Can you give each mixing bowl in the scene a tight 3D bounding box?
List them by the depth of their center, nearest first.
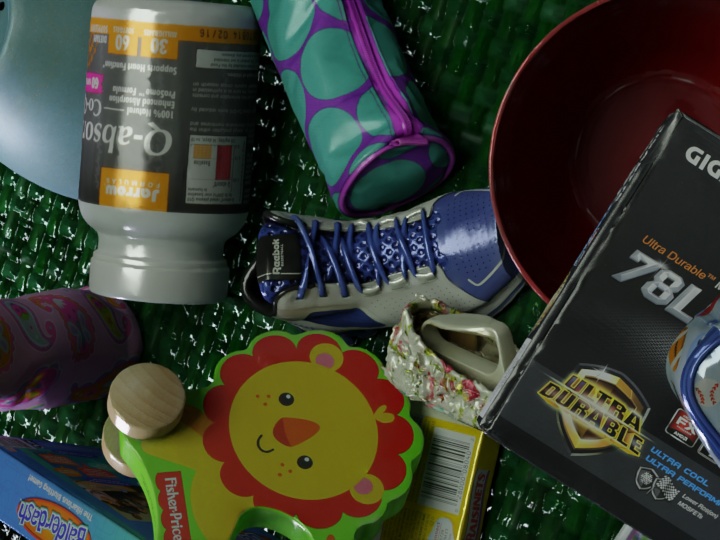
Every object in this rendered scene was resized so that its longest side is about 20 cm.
[{"bbox_3d":[0.171,-0.057,1.381,0.199,0.108,0.201,0,93,3],"label":"mixing bowl"}]

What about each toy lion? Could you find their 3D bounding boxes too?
[{"bbox_3d":[-0.054,0.128,1.491,0.069,0.191,0.200,105,159,-55],"label":"toy lion"}]

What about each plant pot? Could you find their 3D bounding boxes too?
[{"bbox_3d":[-0.228,-0.159,1.766,0.200,0.135,0.201,-10,75,41],"label":"plant pot"}]

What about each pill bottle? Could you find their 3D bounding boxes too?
[{"bbox_3d":[-0.130,-0.082,1.668,0.116,0.116,0.201,9,96,42],"label":"pill bottle"}]

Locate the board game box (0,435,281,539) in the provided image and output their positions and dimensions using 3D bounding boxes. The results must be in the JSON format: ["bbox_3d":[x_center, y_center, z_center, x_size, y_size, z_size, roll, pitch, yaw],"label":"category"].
[{"bbox_3d":[-0.145,0.167,1.615,0.200,0.152,0.045,25,99,42],"label":"board game box"}]

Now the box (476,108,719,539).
[{"bbox_3d":[0.195,0.051,1.306,0.200,0.050,0.199,33,92,-1],"label":"box"}]

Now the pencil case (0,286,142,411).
[{"bbox_3d":[-0.233,0.054,1.683,0.087,0.200,0.088,2,93,29],"label":"pencil case"}]

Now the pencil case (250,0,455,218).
[{"bbox_3d":[-0.009,-0.134,1.599,0.200,0.085,0.092,67,151,27],"label":"pencil case"}]

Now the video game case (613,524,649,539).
[{"bbox_3d":[0.218,0.182,1.376,0.182,0.023,0.200,45,112,38],"label":"video game case"}]

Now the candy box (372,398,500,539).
[{"bbox_3d":[0.028,0.172,1.544,0.102,0.026,0.201,12,89,45],"label":"candy box"}]

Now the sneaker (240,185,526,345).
[{"bbox_3d":[-0.001,0.000,1.544,0.199,0.115,0.081,-18,71,38],"label":"sneaker"}]

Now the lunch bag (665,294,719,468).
[{"bbox_3d":[0.267,0.049,1.247,0.200,0.076,0.160,-37,95,2],"label":"lunch bag"}]

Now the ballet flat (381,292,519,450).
[{"bbox_3d":[0.091,0.066,1.461,0.200,0.076,0.064,20,122,35],"label":"ballet flat"}]
